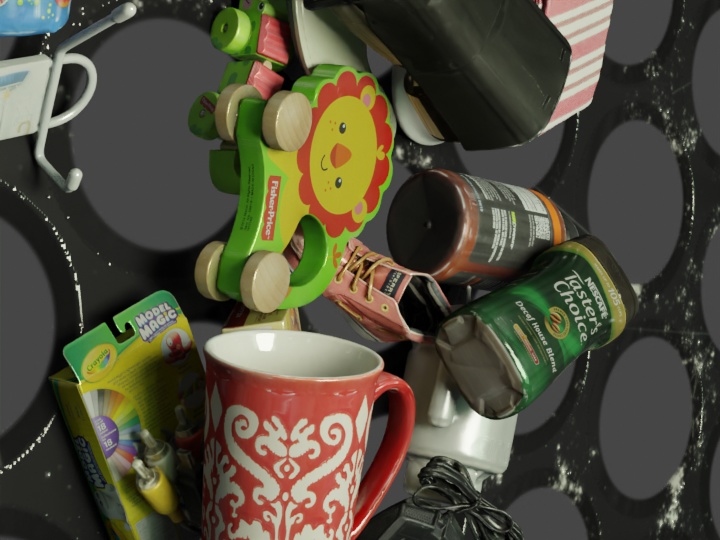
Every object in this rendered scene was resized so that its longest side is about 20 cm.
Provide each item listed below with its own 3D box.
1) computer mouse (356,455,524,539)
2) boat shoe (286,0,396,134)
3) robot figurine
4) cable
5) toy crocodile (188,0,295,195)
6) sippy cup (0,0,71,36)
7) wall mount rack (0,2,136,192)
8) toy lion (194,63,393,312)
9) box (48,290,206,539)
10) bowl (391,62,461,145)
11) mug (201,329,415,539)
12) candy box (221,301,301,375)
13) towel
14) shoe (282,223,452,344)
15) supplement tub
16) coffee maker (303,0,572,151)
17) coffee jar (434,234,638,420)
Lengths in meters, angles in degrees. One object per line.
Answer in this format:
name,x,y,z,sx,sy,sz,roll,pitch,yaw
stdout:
computer mouse,0.039,0.259,1.346,0.200,0.053,0.139,-41,116,5
boat shoe,-0.029,-0.180,1.268,0.073,0.062,0.200,-44,135,-20
robot figurine,0.094,0.119,1.395,0.170,0.112,0.201,46,55,-75
cable,-0.125,0.197,1.182,0.097,0.050,0.201,-50,139,-44
toy crocodile,-0.090,-0.159,1.232,0.067,0.062,0.201,22,76,-44
sippy cup,-0.252,-0.231,1.026,0.140,0.177,0.131,-88,180,-75
wall mount rack,-0.242,-0.121,1.026,0.200,0.075,0.174,-20,143,-43
toy lion,-0.040,-0.069,1.207,0.191,0.068,0.201,2,97,-55
box,-0.170,0.125,1.177,0.117,0.048,0.201,-32,117,-39
bowl,0.122,-0.199,1.377,0.201,0.090,0.202,-36,139,-39
mug,-0.038,0.159,1.115,0.177,0.133,0.201,4,101,-12
candy box,-0.069,0.128,1.232,0.115,0.055,0.201,-75,158,-78
towel,0.187,-0.226,1.349,0.146,0.030,0.201,-28,133,-50
shoe,0.000,0.000,1.310,0.200,0.091,0.072,44,62,-37
supplement tub,0.125,-0.032,1.425,0.199,0.107,0.108,9,85,-45
coffee maker,0.081,-0.191,1.180,0.135,0.192,0.200,-53,129,-6
coffee jar,0.164,0.046,1.332,0.200,0.085,0.105,-31,89,-42
